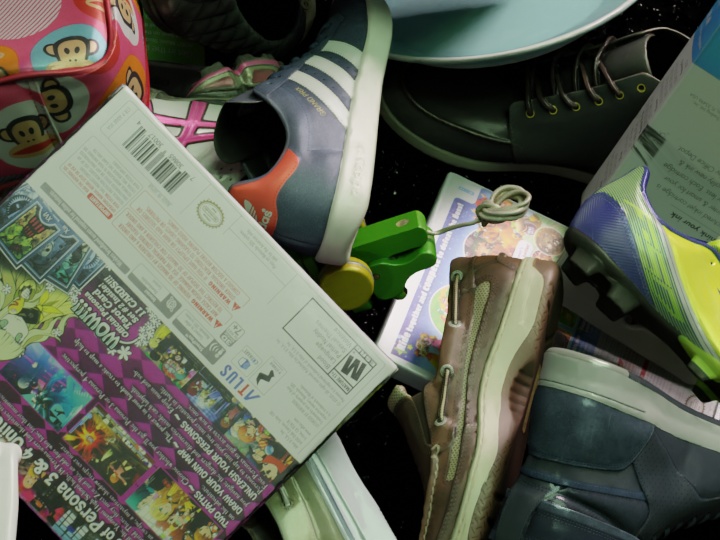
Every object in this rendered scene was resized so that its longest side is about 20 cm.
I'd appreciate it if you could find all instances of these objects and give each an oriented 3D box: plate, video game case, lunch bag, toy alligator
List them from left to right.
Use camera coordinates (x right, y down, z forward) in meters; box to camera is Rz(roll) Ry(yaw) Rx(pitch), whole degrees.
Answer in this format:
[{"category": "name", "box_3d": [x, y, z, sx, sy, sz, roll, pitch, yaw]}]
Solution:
[{"category": "lunch bag", "box_3d": [-0.216, -0.123, 1.238, 0.199, 0.082, 0.176, -15, 48, 6]}, {"category": "video game case", "box_3d": [-0.113, 0.041, 1.153, 0.200, 0.036, 0.181, 45, 82, -3]}, {"category": "toy alligator", "box_3d": [0.000, 0.000, 1.269, 0.199, 0.054, 0.059, -12, 38, 4]}, {"category": "plate", "box_3d": [0.081, -0.163, 1.394, 0.200, 0.026, 0.200, -10, 29, 6]}, {"category": "video game case", "box_3d": [0.118, 0.039, 1.331, 0.200, 0.018, 0.143, 25, 54, -2]}]

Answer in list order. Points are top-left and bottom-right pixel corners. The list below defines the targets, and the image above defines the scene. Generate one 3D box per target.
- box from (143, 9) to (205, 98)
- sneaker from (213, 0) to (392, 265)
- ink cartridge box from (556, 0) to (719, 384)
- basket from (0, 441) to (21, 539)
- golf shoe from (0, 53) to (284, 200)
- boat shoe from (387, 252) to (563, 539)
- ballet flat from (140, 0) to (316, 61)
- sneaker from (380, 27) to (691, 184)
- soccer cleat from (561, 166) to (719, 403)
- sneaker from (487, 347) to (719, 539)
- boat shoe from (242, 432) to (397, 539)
[{"category": "box", "box_3d": [-0.166, -0.198, 1.380, 0.144, 0.036, 0.200, 7, 55, -14]}, {"category": "sneaker", "box_3d": [-0.034, -0.092, 1.265, 0.084, 0.075, 0.200, 13, 42, -7]}, {"category": "ink cartridge box", "box_3d": [0.201, -0.049, 1.310, 0.116, 0.200, 0.067, 32, 24, -5]}, {"category": "basket", "box_3d": [-0.224, 0.186, 1.051, 0.123, 0.136, 0.200, 6, 57, -10]}, {"category": "golf shoe", "box_3d": [-0.106, -0.056, 1.283, 0.200, 0.073, 0.092, -19, 67, -28]}, {"category": "boat shoe", "box_3d": [0.051, 0.084, 1.245, 0.075, 0.075, 0.203, 12, 65, 13]}, {"category": "ballet flat", "box_3d": [-0.063, -0.155, 1.318, 0.200, 0.057, 0.067, -8, 79, -70]}, {"category": "sneaker", "box_3d": [0.115, -0.111, 1.372, 0.199, 0.106, 0.075, 10, 55, -13]}, {"category": "soccer cleat", "box_3d": [0.200, 0.025, 1.260, 0.200, 0.065, 0.084, 42, 81, -1]}, {"category": "sneaker", "box_3d": [0.146, 0.139, 1.223, 0.202, 0.077, 0.147, 24, 79, -39]}, {"category": "boat shoe", "box_3d": [-0.042, 0.109, 1.200, 0.062, 0.072, 0.200, -27, 71, -25]}]
